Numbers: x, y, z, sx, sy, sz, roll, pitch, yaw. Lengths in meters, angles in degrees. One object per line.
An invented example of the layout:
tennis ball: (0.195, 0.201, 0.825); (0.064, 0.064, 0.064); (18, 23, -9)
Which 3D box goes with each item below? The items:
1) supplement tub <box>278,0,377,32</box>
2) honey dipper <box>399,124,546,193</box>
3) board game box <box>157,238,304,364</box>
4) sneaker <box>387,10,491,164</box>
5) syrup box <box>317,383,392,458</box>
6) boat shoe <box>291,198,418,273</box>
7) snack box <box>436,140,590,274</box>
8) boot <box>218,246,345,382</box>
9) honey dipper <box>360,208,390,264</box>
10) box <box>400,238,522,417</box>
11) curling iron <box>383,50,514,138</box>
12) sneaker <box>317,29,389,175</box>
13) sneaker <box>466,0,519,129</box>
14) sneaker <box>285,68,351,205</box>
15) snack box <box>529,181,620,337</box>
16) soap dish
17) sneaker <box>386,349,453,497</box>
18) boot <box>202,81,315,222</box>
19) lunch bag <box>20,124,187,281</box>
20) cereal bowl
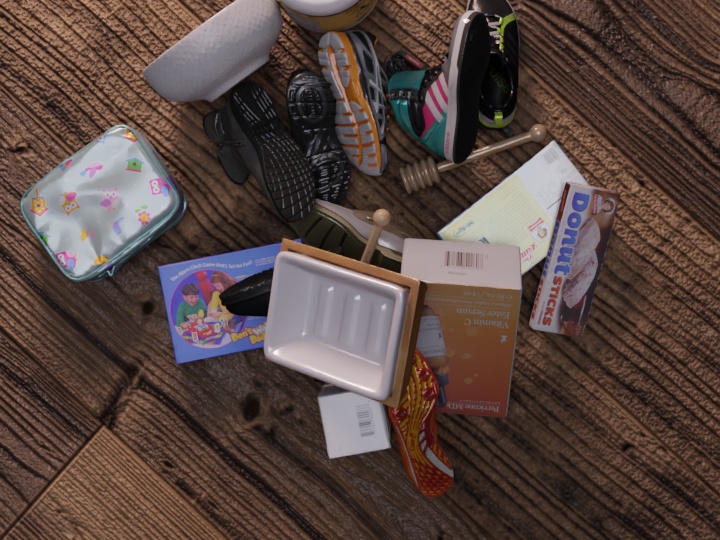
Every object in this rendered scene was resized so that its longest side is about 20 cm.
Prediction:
supplement tub: (-0.045, -0.383, 1.657); (0.145, 0.200, 0.146); (0, 92, 3)
honey dipper: (0.151, -0.153, 1.724); (0.199, 0.038, 0.038); (-20, 90, 4)
board game box: (-0.161, 0.041, 1.750); (0.199, 0.045, 0.135); (-11, 91, 3)
sneaker: (0.096, -0.247, 1.663); (0.120, 0.084, 0.201); (24, 124, 29)
syrup box: (-0.004, 0.181, 1.668); (0.081, 0.200, 0.079); (-11, 91, 3)
boat shoe: (0.000, -0.043, 1.727); (0.200, 0.069, 0.075); (31, 133, -5)
snack box: (0.214, -0.066, 1.732); (0.200, 0.037, 0.116); (-38, 91, 3)
boot: (-0.070, 0.070, 1.689); (0.198, 0.073, 0.163); (-18, 105, 18)
honey dipper: (0.000, 0.000, 1.693); (0.038, 0.038, 0.201); (21, 126, 2)
box: (0.123, 0.074, 1.666); (0.151, 0.106, 0.201); (4, 121, 3)
curling iron: (0.118, -0.232, 1.742); (0.199, 0.026, 0.050); (28, 114, -3)
sneaker: (0.008, -0.224, 1.720); (0.077, 0.078, 0.201); (-26, 112, -37)
sneaker: (0.179, -0.282, 1.697); (0.071, 0.083, 0.201); (-6, 80, 0)
sneaker: (-0.059, -0.174, 1.728); (0.076, 0.091, 0.201); (-8, 113, -8)
snack box: (0.281, -0.013, 1.710); (0.072, 0.024, 0.201); (10, 104, -11)
soap dish: (-0.017, 0.059, 1.567); (0.199, 0.081, 0.158); (18, 107, 30)
sneaker: (0.064, 0.190, 1.640); (0.073, 0.077, 0.201); (-14, 107, -15)
boot: (-0.134, -0.141, 1.710); (0.068, 0.131, 0.201); (-21, 82, -30)
lunch bag: (-0.342, -0.083, 1.741); (0.200, 0.077, 0.161); (-36, 91, 3)
cereal bowl: (-0.177, -0.278, 1.671); (0.200, 0.200, 0.083); (-36, 99, 3)
